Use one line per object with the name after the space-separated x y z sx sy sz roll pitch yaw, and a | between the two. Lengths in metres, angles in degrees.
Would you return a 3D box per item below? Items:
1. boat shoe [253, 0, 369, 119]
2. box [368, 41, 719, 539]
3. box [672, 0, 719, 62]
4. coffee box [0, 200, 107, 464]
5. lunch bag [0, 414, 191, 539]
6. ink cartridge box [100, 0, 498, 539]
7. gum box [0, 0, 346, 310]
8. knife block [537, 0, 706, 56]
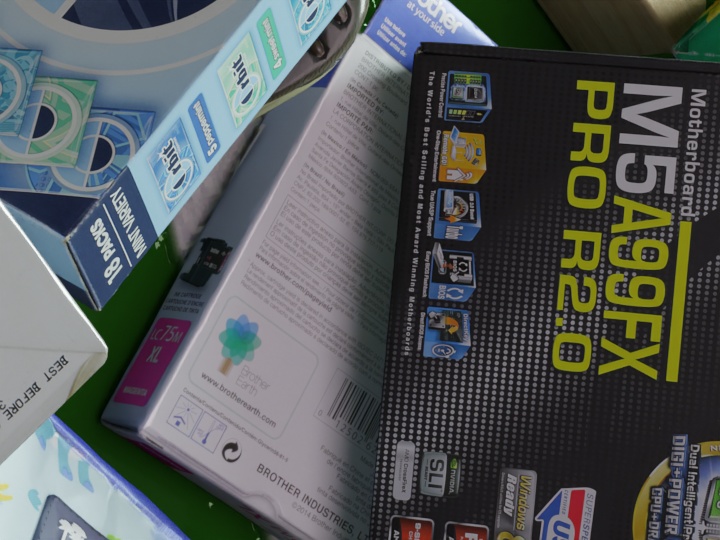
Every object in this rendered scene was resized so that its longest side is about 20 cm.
-0.088 -0.052 0.750 0.199 0.074 0.076 -28 95 -7 | boat shoe
0.090 0.025 0.788 0.044 0.159 0.201 4 92 -76 | box
0.196 -0.074 0.894 0.118 0.048 0.200 51 27 3 | box
-0.175 0.022 0.621 0.113 0.199 0.080 -46 118 -25 | coffee box
-0.133 0.138 0.705 0.170 0.127 0.200 45 58 -22 | lunch bag
0.000 0.000 0.834 0.119 0.042 0.201 37 75 -30 | ink cartridge box
-0.090 -0.108 0.699 0.200 0.169 0.045 -53 155 -20 | gum box
0.050 -0.186 0.848 0.175 0.064 0.201 0 92 -33 | knife block
